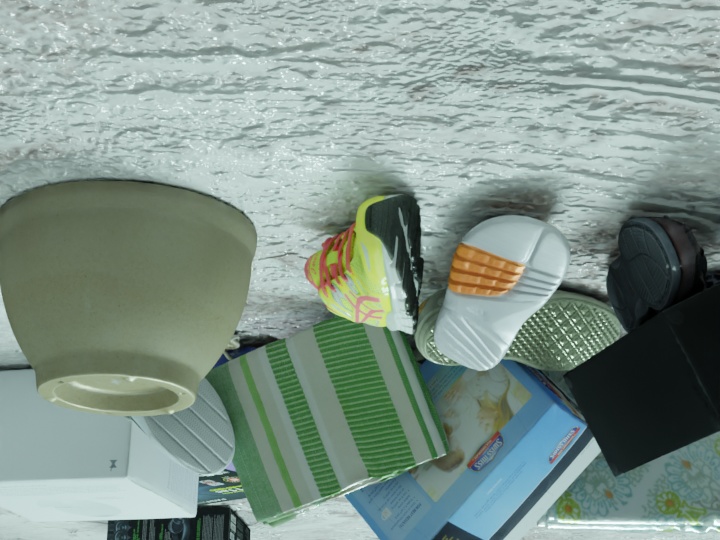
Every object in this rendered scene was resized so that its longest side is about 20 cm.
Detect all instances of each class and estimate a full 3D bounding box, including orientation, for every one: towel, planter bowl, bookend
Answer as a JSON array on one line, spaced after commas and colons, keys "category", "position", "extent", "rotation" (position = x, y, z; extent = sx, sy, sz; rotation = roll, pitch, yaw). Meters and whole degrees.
[{"category": "towel", "position": [0.260, 0.162, 1.422], "extent": [0.198, 0.172, 0.048], "rotation": [0, 154, 2]}, {"category": "planter bowl", "position": [-0.179, 0.033, 1.140], "extent": [0.198, 0.136, 0.200], "rotation": [0, 160, 0]}, {"category": "bookend", "position": [0.286, 0.059, 1.143], "extent": [0.198, 0.093, 0.200], "rotation": [-24, 170, -20]}, {"category": "towel", "position": [-0.032, 0.127, 1.327], "extent": [0.199, 0.154, 0.023], "rotation": [-24, 174, 23]}]

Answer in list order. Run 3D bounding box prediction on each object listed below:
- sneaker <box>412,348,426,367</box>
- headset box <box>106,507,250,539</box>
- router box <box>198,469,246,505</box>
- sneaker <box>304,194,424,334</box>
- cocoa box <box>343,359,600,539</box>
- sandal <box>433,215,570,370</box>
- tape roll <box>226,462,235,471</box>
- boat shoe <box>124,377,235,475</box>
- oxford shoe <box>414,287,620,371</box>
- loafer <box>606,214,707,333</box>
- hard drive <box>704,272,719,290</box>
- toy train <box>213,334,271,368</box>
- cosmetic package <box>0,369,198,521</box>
[{"category": "sneaker", "position": [0.042, 0.125, 1.430], "extent": [0.198, 0.085, 0.075], "rotation": [-9, 159, -6]}, {"category": "headset box", "position": [-0.277, 0.415, 2.256], "extent": [0.198, 0.094, 0.174], "rotation": [0, 160, 6]}, {"category": "router box", "position": [-0.186, 0.231, 1.789], "extent": [0.199, 0.063, 0.149], "rotation": [-13, 157, 34]}, {"category": "sneaker", "position": [0.000, 0.000, 1.131], "extent": [0.089, 0.079, 0.200], "rotation": [7, 159, 5]}, {"category": "cocoa box", "position": [0.097, 0.168, 1.359], "extent": [0.200, 0.133, 0.131], "rotation": [-49, 142, 6]}, {"category": "sandal", "position": [0.105, 0.004, 1.155], "extent": [0.079, 0.059, 0.207], "rotation": [26, 147, 1]}, {"category": "tape roll", "position": [-0.067, 0.171, 1.618], "extent": [0.198, 0.066, 0.200], "rotation": [2, 160, 1]}, {"category": "boat shoe", "position": [-0.189, 0.100, 1.342], "extent": [0.200, 0.072, 0.071], "rotation": [49, 162, -8]}, {"category": "oxford shoe", "position": [0.132, 0.045, 1.282], "extent": [0.198, 0.076, 0.058], "rotation": [1, -157, -23]}, {"category": "loafer", "position": [0.232, -0.004, 1.141], "extent": [0.063, 0.072, 0.200], "rotation": [-21, 166, -5]}, {"category": "hard drive", "position": [0.329, 0.049, 1.305], "extent": [0.139, 0.038, 0.200], "rotation": [-9, 157, 23]}, {"category": "toy train", "position": [-0.111, 0.128, 1.425], "extent": [0.084, 0.117, 0.200], "rotation": [-12, 157, 30]}, {"category": "cosmetic package", "position": [-0.293, 0.184, 1.576], "extent": [0.198, 0.124, 0.200], "rotation": [-4, 161, 13]}]
